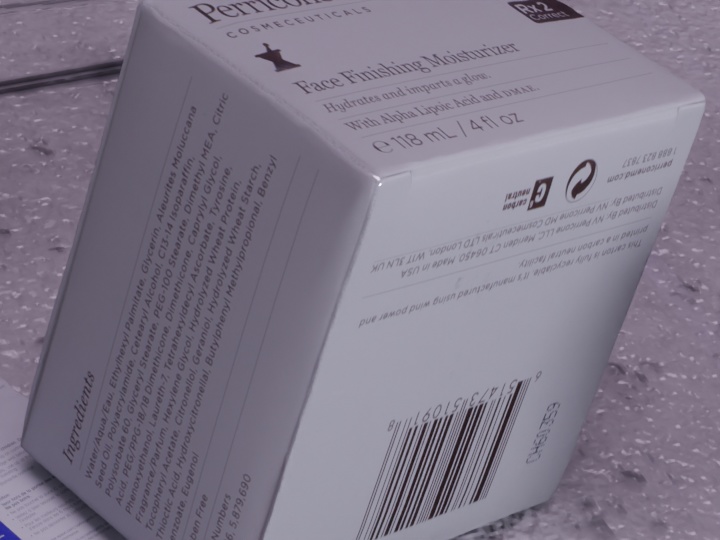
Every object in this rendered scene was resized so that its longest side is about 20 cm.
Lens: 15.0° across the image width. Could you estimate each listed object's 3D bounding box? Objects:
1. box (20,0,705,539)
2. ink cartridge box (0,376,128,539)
[{"bbox_3d":[0.000,0.000,1.051,0.131,0.201,0.199,36,33,30],"label":"box"},{"bbox_3d":[-0.120,0.117,1.042,0.099,0.039,0.200,-28,53,-36],"label":"ink cartridge box"}]
